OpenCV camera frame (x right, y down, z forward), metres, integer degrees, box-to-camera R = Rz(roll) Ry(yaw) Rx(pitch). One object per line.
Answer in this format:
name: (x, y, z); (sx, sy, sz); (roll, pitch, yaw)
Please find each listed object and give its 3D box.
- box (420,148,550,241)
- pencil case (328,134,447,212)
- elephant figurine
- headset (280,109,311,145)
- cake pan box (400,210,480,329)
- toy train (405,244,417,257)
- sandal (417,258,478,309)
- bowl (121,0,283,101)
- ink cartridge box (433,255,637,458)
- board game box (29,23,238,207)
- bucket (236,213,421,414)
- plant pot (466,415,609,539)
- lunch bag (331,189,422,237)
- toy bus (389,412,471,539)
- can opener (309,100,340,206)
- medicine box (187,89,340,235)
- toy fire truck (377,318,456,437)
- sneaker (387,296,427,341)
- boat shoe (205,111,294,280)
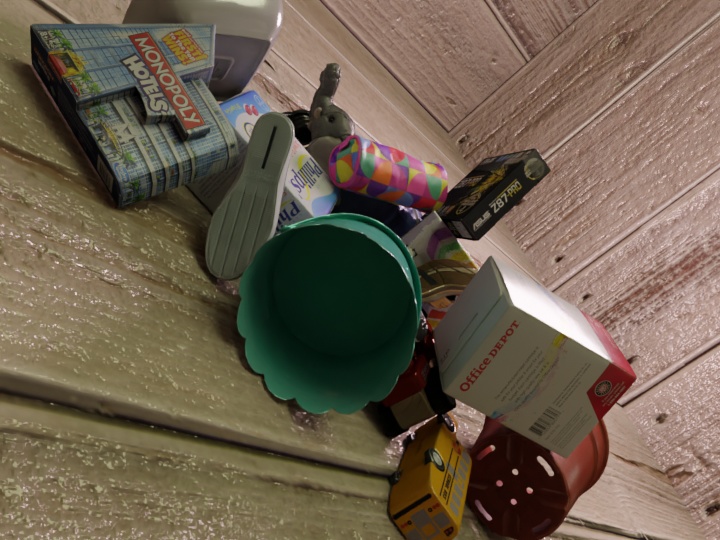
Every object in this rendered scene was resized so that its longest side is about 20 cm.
box: (0.195, -0.119, 1.080); (0.049, 0.161, 0.200); (50, -6, -12)
pencil case: (0.047, -0.146, 1.029); (0.198, 0.089, 0.089); (11, 42, -40)
elephant figurine: (-0.053, -0.193, 1.084); (0.154, 0.199, 0.143); (33, 25, -43)
headset: (-0.105, -0.236, 1.283); (0.199, 0.094, 0.125); (-22, 78, -55)
cake pan box: (0.095, 0.040, 1.051); (0.185, 0.199, 0.052); (52, -13, 1)
toy train: (0.000, 0.000, 0.969); (0.197, 0.046, 0.035); (-16, 75, -31)
sandal: (0.107, 0.030, 0.992); (0.197, 0.055, 0.080); (-11, 39, -28)
bowl: (-0.203, -0.293, 0.877); (0.197, 0.200, 0.076); (-10, 68, -42)
ink cartridge box: (0.214, 0.108, 0.870); (0.198, 0.146, 0.145); (30, 22, -14)
board game box: (-0.223, -0.196, 0.746); (0.198, 0.062, 0.202); (-28, 78, -34)
bucket: (-0.028, 0.036, 0.744); (0.208, 0.206, 0.135); (49, 14, -7)
plant pot: (0.246, 0.278, 0.980); (0.202, 0.200, 0.194); (55, 27, 11)
lunch bag: (0.033, -0.091, 1.201); (0.132, 0.135, 0.202); (40, 23, -40)
toy bus: (0.091, 0.250, 0.830); (0.079, 0.065, 0.200); (52, 18, 0)
can opener: (-0.068, -0.208, 1.197); (0.066, 0.052, 0.204); (10, 72, -46)
medicine box: (-0.137, -0.129, 0.923); (0.200, 0.103, 0.183); (47, 19, -11)
toy fire truck: (0.034, 0.102, 0.917); (0.202, 0.127, 0.176); (61, 18, -5)
sneaker: (0.008, 0.029, 0.874); (0.201, 0.083, 0.072); (51, 5, 28)
boat shoe: (-0.121, -0.082, 0.789); (0.072, 0.203, 0.067); (23, -5, 0)
